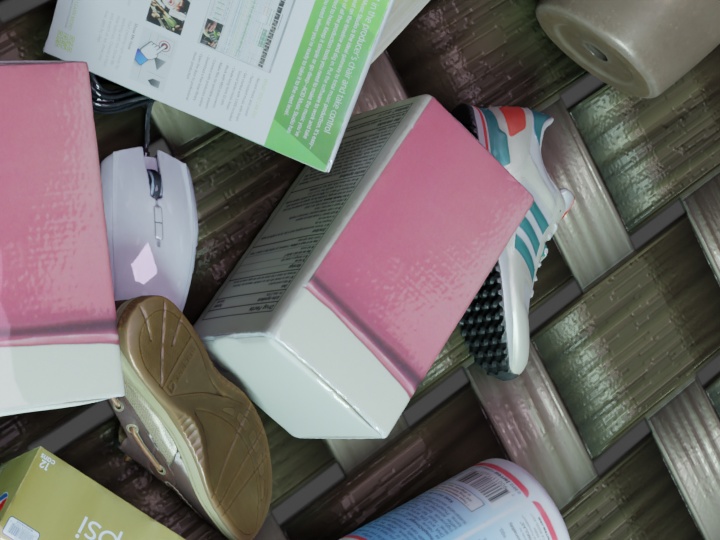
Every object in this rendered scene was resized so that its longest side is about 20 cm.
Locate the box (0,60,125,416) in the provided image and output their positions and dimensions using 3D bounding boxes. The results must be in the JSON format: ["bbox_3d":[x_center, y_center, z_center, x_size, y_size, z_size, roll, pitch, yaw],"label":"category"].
[{"bbox_3d":[-0.221,-0.015,1.071,0.108,0.128,0.202,-6,89,-31],"label":"box"}]

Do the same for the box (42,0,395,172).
[{"bbox_3d":[-0.086,-0.161,1.113,0.199,0.145,0.036,24,35,1],"label":"box"}]

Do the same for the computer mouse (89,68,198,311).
[{"bbox_3d":[-0.135,-0.042,1.173,0.109,0.044,0.202,6,82,-31],"label":"computer mouse"}]

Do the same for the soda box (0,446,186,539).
[{"bbox_3d":[-0.144,0.192,1.122,0.200,0.068,0.064,37,59,-19],"label":"soda box"}]

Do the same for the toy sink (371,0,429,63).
[{"bbox_3d":[-0.061,-0.226,1.185,0.200,0.130,0.112,49,64,-17],"label":"toy sink"}]

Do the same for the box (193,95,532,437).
[{"bbox_3d":[0.000,0.000,1.192,0.109,0.128,0.201,42,67,-21],"label":"box"}]

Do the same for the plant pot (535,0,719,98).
[{"bbox_3d":[0.222,-0.230,1.335,0.200,0.200,0.175,39,85,-22],"label":"plant pot"}]

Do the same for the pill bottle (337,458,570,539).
[{"bbox_3d":[0.038,0.214,1.215,0.199,0.109,0.109,-24,98,-29],"label":"pill bottle"}]

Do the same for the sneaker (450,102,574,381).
[{"bbox_3d":[0.118,-0.024,1.305,0.093,0.070,0.201,-6,86,-25],"label":"sneaker"}]

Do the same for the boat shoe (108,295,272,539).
[{"bbox_3d":[-0.122,0.096,1.157,0.201,0.072,0.072,60,44,-36],"label":"boat shoe"}]
